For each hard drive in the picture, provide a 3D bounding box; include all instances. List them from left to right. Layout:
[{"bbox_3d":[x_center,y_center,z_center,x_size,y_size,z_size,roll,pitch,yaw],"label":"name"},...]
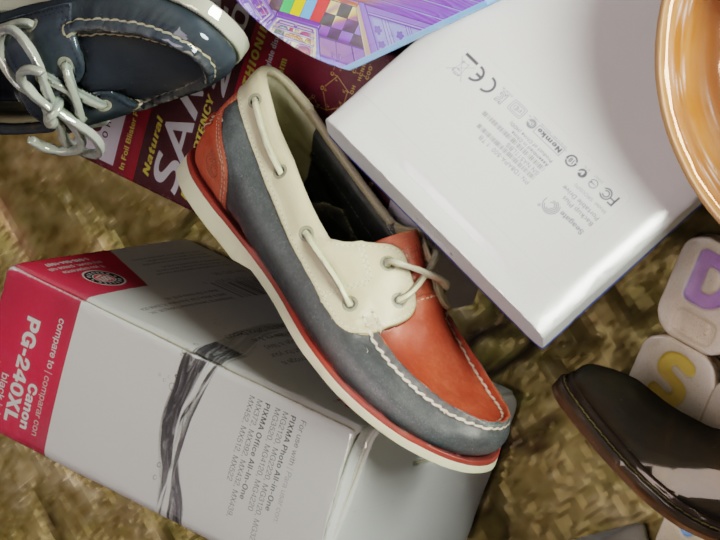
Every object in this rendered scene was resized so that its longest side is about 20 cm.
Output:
[{"bbox_3d":[0.103,-0.080,1.160,0.200,0.025,0.132,-42,74,-10],"label":"hard drive"}]

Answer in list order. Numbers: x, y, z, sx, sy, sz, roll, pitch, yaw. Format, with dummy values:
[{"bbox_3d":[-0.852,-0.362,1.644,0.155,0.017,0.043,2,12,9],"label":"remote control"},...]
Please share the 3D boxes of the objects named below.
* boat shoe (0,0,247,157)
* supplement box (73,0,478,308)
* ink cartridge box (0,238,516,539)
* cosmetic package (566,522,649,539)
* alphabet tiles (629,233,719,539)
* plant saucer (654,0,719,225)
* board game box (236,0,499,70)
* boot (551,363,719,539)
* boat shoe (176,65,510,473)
[{"bbox_3d":[-0.134,-0.090,1.222,0.200,0.075,0.062,4,53,40],"label":"boat shoe"},{"bbox_3d":[-0.028,-0.068,1.257,0.200,0.061,0.109,25,108,28],"label":"supplement box"},{"bbox_3d":[-0.052,0.062,1.270,0.200,0.145,0.083,25,107,27],"label":"ink cartridge box"},{"bbox_3d":[0.050,0.169,1.187,0.102,0.200,0.074,-19,85,32],"label":"cosmetic package"},{"bbox_3d":[0.207,0.069,1.189,0.200,0.015,0.196,31,110,26],"label":"alphabet tiles"},{"bbox_3d":[0.218,-0.085,1.112,0.200,0.037,0.200,0,90,3],"label":"plant saucer"},{"bbox_3d":[0.020,-0.182,1.138,0.200,0.039,0.158,-25,89,3],"label":"board game box"},{"bbox_3d":[0.182,0.077,1.163,0.200,0.075,0.097,36,105,13],"label":"boot"},{"bbox_3d":[0.000,0.000,1.174,0.200,0.071,0.063,50,116,22],"label":"boat shoe"}]
